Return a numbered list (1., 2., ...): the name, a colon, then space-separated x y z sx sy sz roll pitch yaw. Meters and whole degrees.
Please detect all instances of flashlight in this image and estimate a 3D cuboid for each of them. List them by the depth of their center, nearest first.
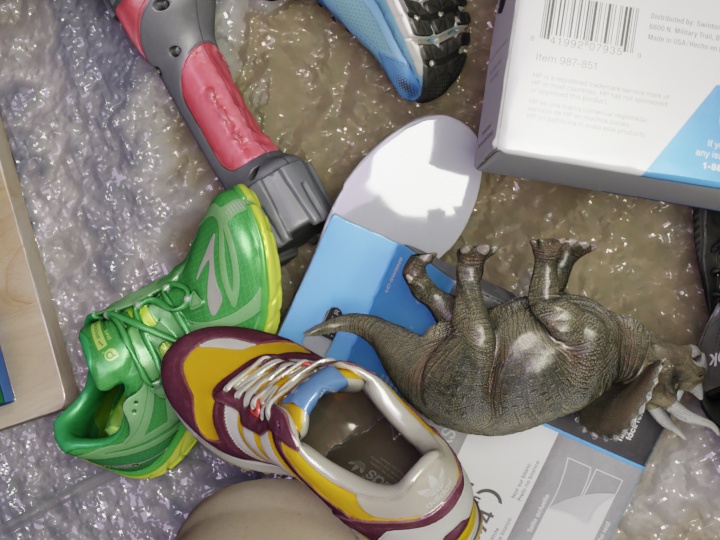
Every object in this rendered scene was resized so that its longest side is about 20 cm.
1. flashlight: -0.080 -0.103 0.901 0.068 0.068 0.200 -33 80 10

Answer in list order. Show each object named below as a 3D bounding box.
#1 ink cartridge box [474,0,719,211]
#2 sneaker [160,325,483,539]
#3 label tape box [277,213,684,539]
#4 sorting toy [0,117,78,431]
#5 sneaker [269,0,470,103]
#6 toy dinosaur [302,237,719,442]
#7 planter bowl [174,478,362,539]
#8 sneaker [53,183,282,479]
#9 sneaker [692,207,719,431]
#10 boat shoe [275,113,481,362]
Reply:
1. ink cartridge box: 0.142 -0.138 0.747 0.145 0.084 0.201 9 87 -3
2. sneaker: -0.026 0.066 0.764 0.200 0.090 0.075 27 64 31
3. label tape box: 0.047 0.078 0.831 0.200 0.063 0.145 24 98 -5
4. sorting toy: -0.298 0.017 0.959 0.199 0.070 0.199 -18 84 15
5. sneaker: -0.014 -0.173 0.892 0.090 0.078 0.200 -41 75 31
6. toy dinosaur: 0.068 0.039 0.751 0.199 0.077 0.103 -5 87 6
7. planter bowl: -0.037 0.225 0.802 0.200 0.135 0.201 14 129 19
8. sneaker: -0.107 0.041 0.869 0.200 0.083 0.074 -59 43 26
9. sneaker: 0.202 0.027 0.795 0.066 0.090 0.201 -12 91 35
10. boat shoe: 0.000 0.000 0.879 0.069 0.057 0.200 31 98 -5
